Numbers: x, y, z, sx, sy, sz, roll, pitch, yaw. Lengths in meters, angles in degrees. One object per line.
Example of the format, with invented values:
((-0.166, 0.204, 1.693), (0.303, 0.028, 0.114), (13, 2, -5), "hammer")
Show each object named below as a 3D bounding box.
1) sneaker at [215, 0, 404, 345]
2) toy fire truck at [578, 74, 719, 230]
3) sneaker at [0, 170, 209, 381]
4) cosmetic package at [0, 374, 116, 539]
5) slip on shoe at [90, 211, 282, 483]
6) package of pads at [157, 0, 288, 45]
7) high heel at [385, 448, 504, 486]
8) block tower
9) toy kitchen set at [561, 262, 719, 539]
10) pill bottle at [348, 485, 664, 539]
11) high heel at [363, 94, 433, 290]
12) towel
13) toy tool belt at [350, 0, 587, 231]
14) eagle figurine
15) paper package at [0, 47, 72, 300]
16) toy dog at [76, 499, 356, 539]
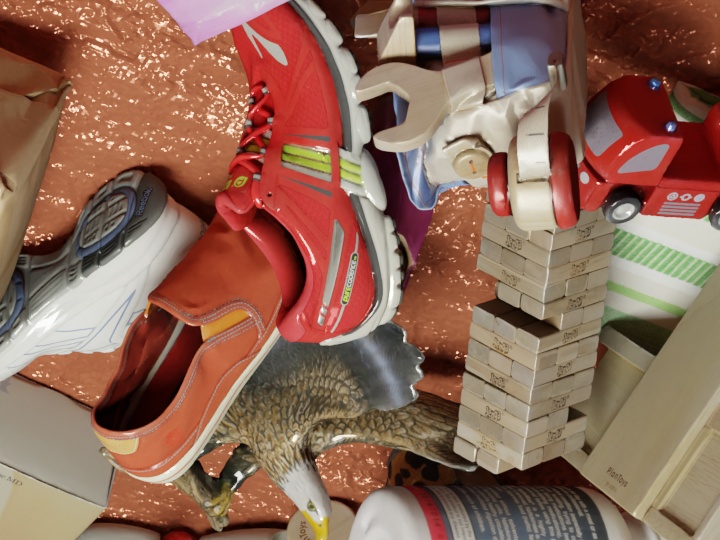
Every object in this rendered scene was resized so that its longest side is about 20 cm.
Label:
((-0.039, -0.058, 1.455), (0.085, 0.201, 0.077), (-17, 179, -24), "sneaker")
((0.215, -0.083, 1.441), (0.199, 0.049, 0.141), (4, 138, -24), "toy fire truck")
((-0.160, 0.022, 1.641), (0.087, 0.075, 0.200), (32, 133, -33), "sneaker")
((-0.246, 0.154, 1.796), (0.105, 0.071, 0.200), (25, 135, -19), "cosmetic package")
((-0.085, 0.022, 1.551), (0.074, 0.201, 0.061), (26, 173, 36), "slip on shoe")
((-0.040, -0.201, 1.371), (0.199, 0.076, 0.120), (-23, 132, 29), "package of pads")
((0.107, 0.165, 1.762), (0.199, 0.072, 0.143), (15, 140, -1), "high heel")
((0.099, 0.013, 1.539), (0.054, 0.058, 0.201), (26, 121, 40), "block tower")
((0.242, 0.095, 1.578), (0.180, 0.200, 0.164), (32, 93, -25), "toy kitchen set")
((0.101, 0.190, 1.686), (0.199, 0.120, 0.120), (1, 141, -21), "pill bottle")
((0.000, 0.000, 1.573), (0.067, 0.097, 0.201), (8, 138, -2), "high heel")
((0.197, -0.017, 1.586), (0.152, 0.023, 0.200), (19, 138, -13), "towel")
((0.049, -0.085, 1.399), (0.122, 0.201, 0.125), (-6, 129, 10), "toy tool belt")
((-0.027, 0.085, 1.635), (0.199, 0.152, 0.151), (-29, 95, 17), "eagle figurine")
((-0.276, -0.048, 1.533), (0.190, 0.104, 0.200), (24, 137, 0), "paper package")
((-0.087, 0.214, 1.823), (0.199, 0.097, 0.132), (-13, 134, 21), "toy dog")
